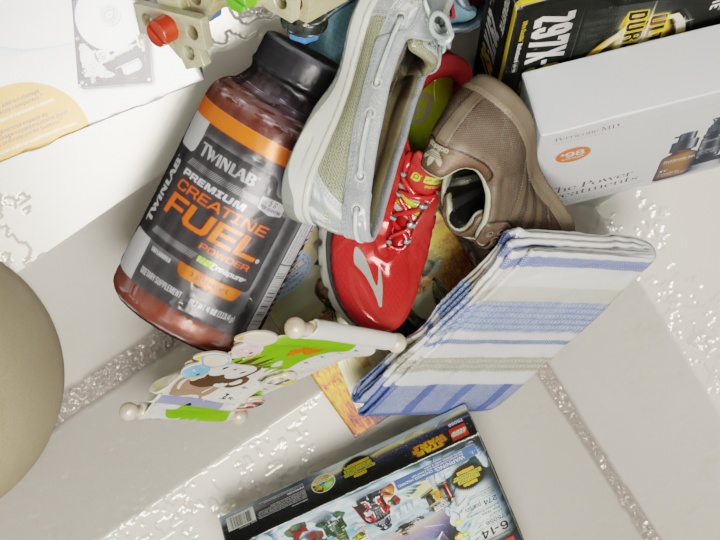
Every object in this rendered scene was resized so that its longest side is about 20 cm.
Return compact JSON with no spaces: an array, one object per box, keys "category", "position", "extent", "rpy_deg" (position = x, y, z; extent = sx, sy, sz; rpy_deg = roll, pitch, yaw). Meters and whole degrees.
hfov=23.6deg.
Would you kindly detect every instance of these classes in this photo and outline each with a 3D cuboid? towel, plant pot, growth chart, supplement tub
[{"category":"towel","position":[0.097,0.038,1.181],"extent":[0.146,0.024,0.200],"rpy_deg":[2,142,-40]},{"category":"plant pot","position":[-0.302,0.092,1.161],"extent":[0.198,0.135,0.202],"rpy_deg":[-2,106,-7]},{"category":"growth chart","position":[-0.069,0.069,1.150],"extent":[0.144,0.199,0.018],"rpy_deg":[5,67,-47]},{"category":"supplement tub","position":[-0.076,-0.053,1.129],"extent":[0.106,0.107,0.201],"rpy_deg":[25,100,-14]}]

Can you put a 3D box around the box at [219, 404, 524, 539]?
[{"category":"box","position":[0.013,0.197,1.264],"extent":[0.199,0.040,0.138],"rpy_deg":[-25,126,0]}]

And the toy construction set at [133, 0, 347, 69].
[{"category":"toy construction set","position":[-0.048,-0.202,1.081],"extent":[0.200,0.131,0.092],"rpy_deg":[-45,152,-25]}]

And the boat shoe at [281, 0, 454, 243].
[{"category":"boat shoe","position":[0.020,-0.114,1.060],"extent":[0.064,0.074,0.203],"rpy_deg":[21,76,22]}]

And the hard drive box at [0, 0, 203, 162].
[{"category":"hard drive box","position":[-0.210,-0.193,1.120],"extent":[0.155,0.077,0.201],"rpy_deg":[-23,108,-1]}]

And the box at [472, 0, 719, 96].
[{"category":"box","position":[0.159,-0.164,1.117],"extent":[0.158,0.200,0.050],"rpy_deg":[-14,73,-6]}]

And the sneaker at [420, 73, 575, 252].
[{"category":"sneaker","position":[0.084,-0.045,1.126],"extent":[0.076,0.070,0.200],"rpy_deg":[-45,143,-13]}]

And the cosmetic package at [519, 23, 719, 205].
[{"category":"cosmetic package","position":[0.204,-0.106,1.162],"extent":[0.198,0.151,0.052],"rpy_deg":[-14,70,-3]}]

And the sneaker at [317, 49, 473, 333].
[{"category":"sneaker","position":[0.028,-0.055,1.148],"extent":[0.076,0.085,0.202],"rpy_deg":[14,85,-23]}]

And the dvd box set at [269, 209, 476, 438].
[{"category":"dvd box set","position":[0.000,0.000,1.227],"extent":[0.146,0.029,0.201],"rpy_deg":[-34,107,1]}]

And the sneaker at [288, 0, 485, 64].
[{"category":"sneaker","position":[0.042,-0.190,1.144],"extent":[0.199,0.096,0.080],"rpy_deg":[-27,107,1]}]
